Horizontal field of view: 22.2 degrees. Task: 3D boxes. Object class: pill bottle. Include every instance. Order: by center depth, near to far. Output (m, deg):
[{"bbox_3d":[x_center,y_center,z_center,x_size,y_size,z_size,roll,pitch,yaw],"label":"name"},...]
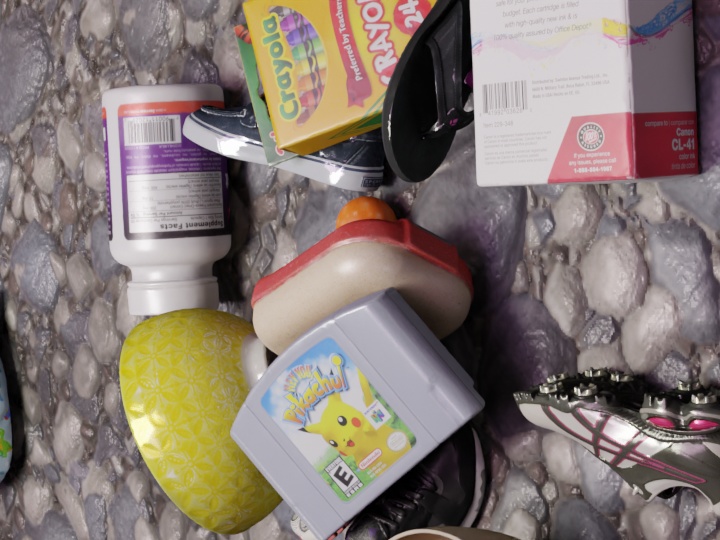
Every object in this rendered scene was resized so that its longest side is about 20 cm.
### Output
[{"bbox_3d":[-0.172,-0.063,1.648,0.111,0.111,0.202,1,94,48],"label":"pill bottle"}]

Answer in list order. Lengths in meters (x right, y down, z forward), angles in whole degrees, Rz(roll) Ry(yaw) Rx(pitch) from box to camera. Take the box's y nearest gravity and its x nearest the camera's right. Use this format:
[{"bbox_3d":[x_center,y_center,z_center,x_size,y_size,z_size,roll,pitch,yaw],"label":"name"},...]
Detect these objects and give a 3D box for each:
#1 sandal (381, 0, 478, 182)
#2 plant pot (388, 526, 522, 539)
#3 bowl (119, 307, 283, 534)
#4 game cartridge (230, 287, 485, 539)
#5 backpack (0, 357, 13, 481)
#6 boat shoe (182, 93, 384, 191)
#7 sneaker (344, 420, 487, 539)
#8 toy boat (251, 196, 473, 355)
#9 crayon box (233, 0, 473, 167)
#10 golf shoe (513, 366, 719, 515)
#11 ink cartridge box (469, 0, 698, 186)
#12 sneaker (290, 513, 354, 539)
[{"bbox_3d":[0.074,-0.158,1.337,0.048,0.075,0.202,15,77,49],"label":"sandal"},{"bbox_3d":[0.106,0.280,1.353,0.199,0.134,0.202,7,100,48],"label":"plant pot"},{"bbox_3d":[-0.099,0.109,1.546,0.107,0.200,0.202,-28,72,23],"label":"bowl"},{"bbox_3d":[-0.011,0.108,1.409,0.134,0.040,0.200,50,124,7],"label":"game cartridge"},{"bbox_3d":[-0.444,0.145,1.971,0.162,0.153,0.202,-19,92,41],"label":"backpack"},{"bbox_3d":[-0.059,-0.132,1.538,0.199,0.071,0.092,17,102,30],"label":"boat shoe"},{"bbox_3d":[0.035,0.201,1.459,0.076,0.087,0.202,35,118,41],"label":"sneaker"},{"bbox_3d":[0.000,0.000,1.476,0.200,0.130,0.132,-33,40,44],"label":"toy boat"},{"bbox_3d":[-0.012,-0.172,1.443,0.199,0.051,0.128,-20,79,23],"label":"crayon box"},{"bbox_3d":[0.186,0.118,1.293,0.199,0.077,0.089,6,106,48],"label":"golf shoe"},{"bbox_3d":[0.155,-0.161,1.288,0.147,0.085,0.202,1,93,47],"label":"ink cartridge box"},{"bbox_3d":[-0.013,0.143,1.494,0.082,0.078,0.201,34,126,8],"label":"sneaker"}]
